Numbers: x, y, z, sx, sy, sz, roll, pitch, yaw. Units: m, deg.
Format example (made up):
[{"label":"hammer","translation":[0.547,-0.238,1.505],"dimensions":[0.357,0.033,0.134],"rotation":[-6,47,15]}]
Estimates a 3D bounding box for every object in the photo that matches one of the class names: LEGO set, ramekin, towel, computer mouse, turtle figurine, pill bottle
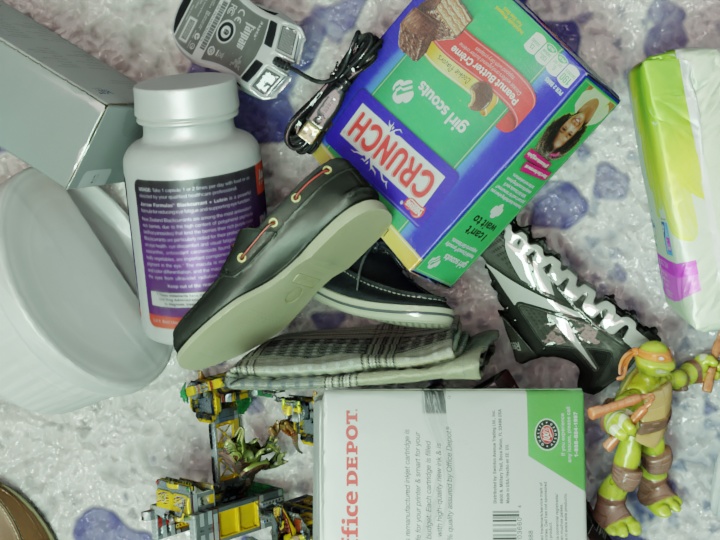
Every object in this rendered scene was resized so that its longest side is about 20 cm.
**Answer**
[{"label":"LEGO set","translation":[-0.096,0.159,1.389],"dimensions":[0.199,0.115,0.156],"rotation":[16,109,43]},{"label":"ramekin","translation":[-0.250,0.023,1.413],"dimensions":[0.094,0.202,0.204],"rotation":[-29,88,27]},{"label":"towel","translation":[0.007,0.062,1.344],"dimensions":[0.198,0.193,0.035],"rotation":[-3,93,8]},{"label":"computer mouse","translation":[-0.073,-0.176,1.403],"dimensions":[0.199,0.044,0.110],"rotation":[35,100,35]},{"label":"turtle figurine","translation":[0.212,0.119,1.334],"dimensions":[0.064,0.199,0.163],"rotation":[20,119,31]},{"label":"pill bottle","translation":[-0.129,-0.051,1.384],"dimensions":[0.110,0.111,0.202],"rotation":[-1,106,13]}]

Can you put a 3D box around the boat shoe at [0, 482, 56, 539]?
[{"label":"boat shoe","translation":[-0.292,0.279,1.501],"dimensions":[0.075,0.074,0.201],"rotation":[-28,88,14]}]

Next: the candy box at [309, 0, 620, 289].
[{"label":"candy box","translation":[0.072,-0.117,1.349],"dimensions":[0.200,0.077,0.169],"rotation":[-49,57,13]}]

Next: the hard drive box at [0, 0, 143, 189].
[{"label":"hard drive box","translation":[-0.273,-0.152,1.418],"dimensions":[0.199,0.156,0.077],"rotation":[31,101,10]}]

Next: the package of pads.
[{"label":"package of pads","translation":[0.250,-0.064,1.303],"dimensions":[0.067,0.155,0.202],"rotation":[-10,94,5]}]

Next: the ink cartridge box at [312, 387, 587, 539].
[{"label":"ink cartridge box","translation":[0.063,0.162,1.297],"dimensions":[0.198,0.084,0.148],"rotation":[1,83,-7]}]

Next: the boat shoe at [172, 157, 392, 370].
[{"label":"boat shoe","translation":[-0.068,-0.002,1.323],"dimensions":[0.201,0.074,0.063],"rotation":[-42,63,11]}]

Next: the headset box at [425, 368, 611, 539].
[{"label":"headset box","translation":[0.094,0.187,1.401],"dimensions":[0.148,0.075,0.201],"rotation":[-33,87,14]}]

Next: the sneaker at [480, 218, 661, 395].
[{"label":"sneaker","translation":[0.135,0.024,1.381],"dimensions":[0.200,0.066,0.091],"rotation":[39,98,5]}]

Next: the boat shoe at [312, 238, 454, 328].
[{"label":"boat shoe","translation":[0.000,0.000,1.372],"dimensions":[0.199,0.074,0.063],"rotation":[24,100,48]}]

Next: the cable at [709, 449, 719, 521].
[{"label":"cable","translation":[0.313,0.103,1.280],"dimensions":[0.069,0.200,0.202],"rotation":[21,122,16]}]
